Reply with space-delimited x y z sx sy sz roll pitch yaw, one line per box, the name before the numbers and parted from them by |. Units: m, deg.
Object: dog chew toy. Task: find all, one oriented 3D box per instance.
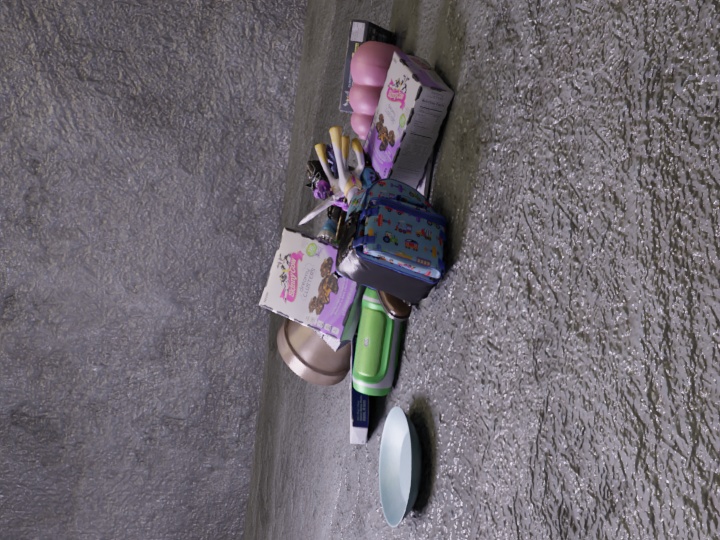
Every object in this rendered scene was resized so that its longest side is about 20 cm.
dog chew toy | 0.029 -0.381 1.679 0.125 0.122 0.204 -129 49 -72

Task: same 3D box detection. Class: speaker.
speaker | 0.034 0.136 1.535 0.088 0.087 0.205 -141 58 -74

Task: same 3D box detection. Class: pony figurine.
pony figurine | -0.037 -0.161 1.550 0.193 0.163 0.204 155 104 -67

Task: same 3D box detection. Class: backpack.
backpack | 0.060 -0.069 1.338 0.135 0.180 0.203 131 156 -54

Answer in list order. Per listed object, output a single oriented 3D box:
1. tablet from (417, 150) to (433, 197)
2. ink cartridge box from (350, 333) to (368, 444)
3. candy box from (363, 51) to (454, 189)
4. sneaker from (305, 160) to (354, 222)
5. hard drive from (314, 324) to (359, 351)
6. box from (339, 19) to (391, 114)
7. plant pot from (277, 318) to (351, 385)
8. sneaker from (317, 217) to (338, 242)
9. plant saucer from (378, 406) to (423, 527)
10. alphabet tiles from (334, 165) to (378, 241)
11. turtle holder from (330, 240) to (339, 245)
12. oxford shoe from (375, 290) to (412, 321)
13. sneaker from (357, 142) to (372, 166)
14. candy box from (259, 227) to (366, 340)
tablet | 0.089 -0.194 1.524 0.199 0.013 0.133 -159 76 -67
ink cartridge box | -0.002 0.246 1.657 0.201 0.040 0.204 92 179 -66
candy box | 0.083 -0.275 1.450 0.169 0.070 0.203 -114 37 -53
sneaker | -0.077 -0.178 1.727 0.201 0.112 0.077 -83 8 -52
hard drive | -0.077 0.075 1.722 0.139 0.200 0.038 -30 -22 -50
box | 0.013 -0.458 1.797 0.157 0.050 0.204 -18 -61 -66
plant pot | -0.074 0.138 1.838 0.174 0.197 0.202 -53 29 35
sneaker | -0.026 -0.071 1.806 0.200 0.077 0.092 47 -120 -61
plant saucer | 0.075 0.342 1.371 0.201 0.038 0.206 -174 90 -78
alphabet tiles | -0.001 -0.131 1.722 0.166 0.006 0.204 -18 -54 -59
turtle holder | 0.001 0.006 1.674 0.132 0.185 0.141 51 -178 28
oxford shoe | 0.070 -0.002 1.470 0.085 0.071 0.203 119 154 -54
sneaker | 0.020 -0.206 1.815 0.079 0.074 0.204 -81 7 -73
candy box | -0.086 0.027 1.586 0.071 0.197 0.171 8 -78 -68
